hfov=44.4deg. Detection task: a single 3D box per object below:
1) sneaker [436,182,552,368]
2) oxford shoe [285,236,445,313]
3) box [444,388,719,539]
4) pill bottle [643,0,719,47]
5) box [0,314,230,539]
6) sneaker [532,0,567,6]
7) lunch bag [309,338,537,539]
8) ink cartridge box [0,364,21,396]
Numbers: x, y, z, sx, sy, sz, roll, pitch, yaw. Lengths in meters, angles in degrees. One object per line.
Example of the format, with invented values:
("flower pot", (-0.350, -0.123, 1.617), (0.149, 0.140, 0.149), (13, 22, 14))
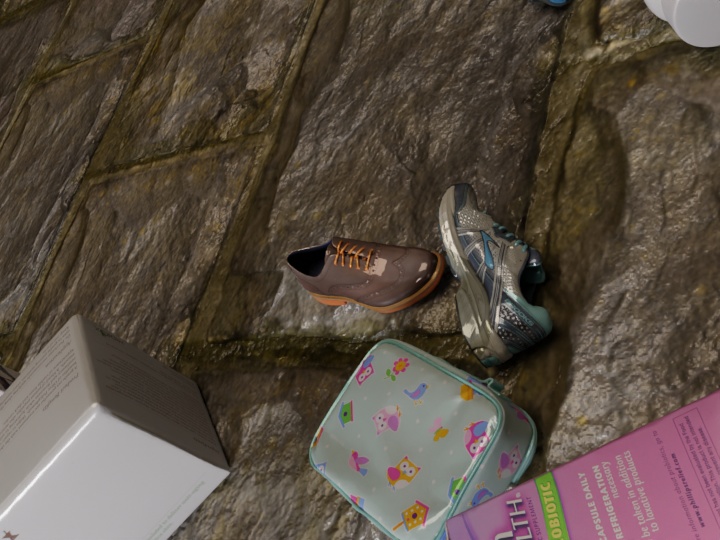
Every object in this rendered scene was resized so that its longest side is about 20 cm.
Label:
("sneaker", (0.132, -0.006, 0.846), (0.086, 0.078, 0.201), (-21, 55, 16))
("oxford shoe", (0.000, 0.000, 0.955), (0.199, 0.073, 0.072), (-7, 58, 41))
("box", (0.188, 0.187, 0.559), (0.199, 0.176, 0.097), (-34, 44, 23))
("pill bottle", (0.310, -0.310, 0.845), (0.114, 0.114, 0.201), (-32, 44, 23))
("box", (-0.296, 0.204, 0.999), (0.199, 0.200, 0.172), (-46, 38, 7))
("sneaker", (0.233, -0.402, 1.000), (0.082, 0.073, 0.201), (35, 99, 55))
("lunch bag", (0.057, 0.155, 0.787), (0.200, 0.077, 0.161), (27, 81, 50))
("ink cartridge box", (-0.485, 0.187, 1.193), (0.144, 0.200, 0.085), (23, 79, 49))
